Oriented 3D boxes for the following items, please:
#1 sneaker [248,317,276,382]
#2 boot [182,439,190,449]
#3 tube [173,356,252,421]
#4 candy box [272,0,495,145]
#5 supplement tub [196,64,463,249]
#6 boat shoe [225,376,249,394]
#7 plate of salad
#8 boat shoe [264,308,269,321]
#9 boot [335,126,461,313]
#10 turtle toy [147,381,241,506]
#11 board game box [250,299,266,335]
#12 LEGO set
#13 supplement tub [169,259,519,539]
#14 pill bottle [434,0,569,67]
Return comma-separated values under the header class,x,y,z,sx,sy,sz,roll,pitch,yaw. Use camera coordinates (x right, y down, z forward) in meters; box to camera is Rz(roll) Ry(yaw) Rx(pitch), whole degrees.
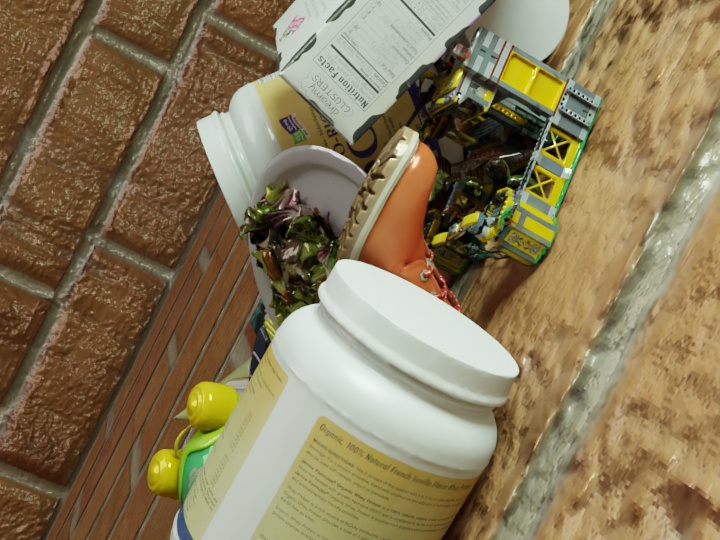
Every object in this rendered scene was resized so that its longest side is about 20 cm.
class,x,y,z,sx,sy,sz,roll,pitch,yaw
sneaker,-0.062,0.129,0.963,0.074,0.082,0.202,46,128,37
boot,-0.152,0.240,1.053,0.096,0.073,0.200,-63,20,4
tube,-0.143,0.148,1.237,0.052,0.058,0.200,-42,2,-38
candy box,0.031,-0.200,0.743,0.200,0.071,0.168,-44,21,13
supplement tub,-0.026,-0.111,0.930,0.198,0.147,0.145,-24,16,-2
boat shoe,-0.103,0.151,1.083,0.200,0.070,0.070,122,147,-68
plate of salad,-0.029,0.007,0.812,0.048,0.201,0.200,-24,-15,-38
boat shoe,-0.049,0.045,1.064,0.067,0.074,0.200,-40,4,-2
boot,0.031,0.006,0.706,0.075,0.106,0.202,-71,-2,-59
turtle toy,-0.068,0.148,0.836,0.201,0.144,0.102,-57,36,27
board game box,-0.085,0.027,1.309,0.136,0.028,0.200,-63,13,3
LEGO set,0.066,-0.081,0.756,0.155,0.115,0.200,-64,14,-2
supplement tub,-0.009,0.110,0.631,0.201,0.143,0.145,-60,14,12
pill bottle,0.100,-0.214,0.888,0.113,0.111,0.200,-61,13,8
